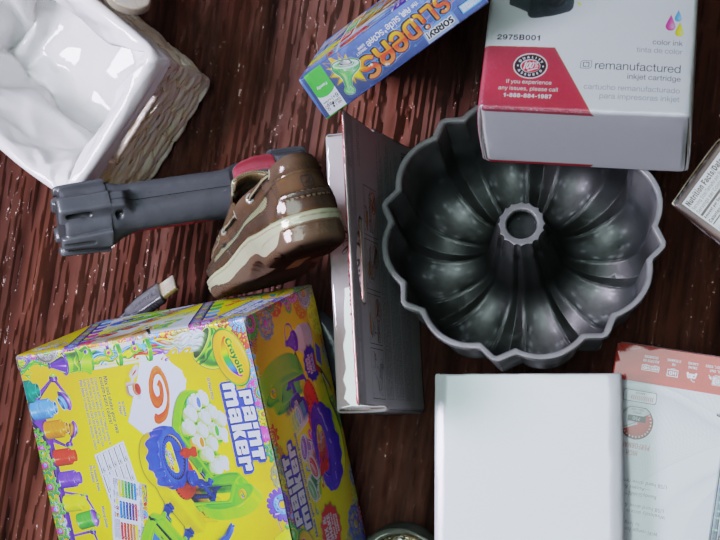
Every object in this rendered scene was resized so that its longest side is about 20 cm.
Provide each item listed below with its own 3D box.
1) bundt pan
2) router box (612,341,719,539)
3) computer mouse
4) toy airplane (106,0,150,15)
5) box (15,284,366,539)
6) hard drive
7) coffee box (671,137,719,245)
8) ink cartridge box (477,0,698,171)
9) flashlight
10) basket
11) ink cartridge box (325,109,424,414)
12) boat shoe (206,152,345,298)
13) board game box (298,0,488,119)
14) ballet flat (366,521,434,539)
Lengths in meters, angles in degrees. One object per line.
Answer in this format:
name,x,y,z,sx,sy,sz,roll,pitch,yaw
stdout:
bundt pan,0.115,-0.018,1.184,0.199,0.076,0.204,-3,67,7
router box,0.265,0.154,1.150,0.197,0.049,0.182,8,87,19
computer mouse,-0.102,0.059,1.285,0.199,0.046,0.142,-30,84,24
toy airplane,-0.201,-0.315,1.258,0.199,0.200,0.141,39,139,-16
box,-0.120,0.133,1.211,0.190,0.122,0.203,-9,97,23
hard drive,0.116,0.173,1.151,0.130,0.027,0.203,-1,84,12
coffee box,0.317,-0.011,1.116,0.199,0.114,0.080,39,97,19
ink cartridge box,0.162,-0.179,1.160,0.144,0.083,0.202,3,67,11
flashlight,-0.130,-0.048,1.245,0.197,0.068,0.069,-10,116,-15
basket,-0.233,-0.160,1.305,0.199,0.123,0.136,38,101,17
ink cartridge box,0.000,0.000,1.187,0.044,0.176,0.203,-5,83,17
boat shoe,-0.063,-0.034,1.172,0.074,0.202,0.076,-12,83,-26
board game box,0.028,-0.176,1.185,0.135,0.200,0.035,-35,100,13
ballet flat,0.083,0.251,1.195,0.199,0.064,0.068,32,95,18
